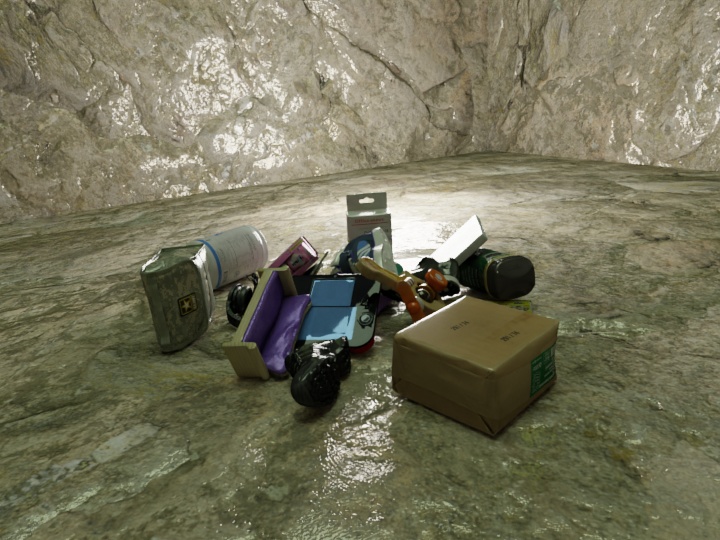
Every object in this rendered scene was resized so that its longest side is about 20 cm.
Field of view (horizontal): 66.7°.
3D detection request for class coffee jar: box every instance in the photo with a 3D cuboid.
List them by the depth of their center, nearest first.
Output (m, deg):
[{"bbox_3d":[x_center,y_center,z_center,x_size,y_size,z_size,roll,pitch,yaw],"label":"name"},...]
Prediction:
[{"bbox_3d":[0.289,0.006,1.182,0.101,0.088,0.200,-11,10,-12],"label":"coffee jar"}]

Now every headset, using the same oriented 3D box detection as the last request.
[{"bbox_3d":[-0.233,0.074,1.209,0.120,0.096,0.202,-3,33,-10],"label":"headset"}]

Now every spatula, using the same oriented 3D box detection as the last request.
[{"bbox_3d":[-0.018,0.094,1.136,0.197,0.021,0.056,-22,26,-40],"label":"spatula"}]

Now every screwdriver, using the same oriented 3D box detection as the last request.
[{"bbox_3d":[-0.121,0.038,1.162,0.027,0.029,0.201,21,61,31],"label":"screwdriver"}]

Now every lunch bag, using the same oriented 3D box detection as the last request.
[{"bbox_3d":[-0.372,0.051,1.115,0.114,0.169,0.201,-6,18,0],"label":"lunch bag"}]

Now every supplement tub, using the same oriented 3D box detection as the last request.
[{"bbox_3d":[-0.352,-0.034,1.425,0.129,0.136,0.199,8,22,34],"label":"supplement tub"}]

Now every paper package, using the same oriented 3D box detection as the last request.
[{"bbox_3d":[0.178,0.134,0.834,0.188,0.106,0.197,15,26,42],"label":"paper package"}]

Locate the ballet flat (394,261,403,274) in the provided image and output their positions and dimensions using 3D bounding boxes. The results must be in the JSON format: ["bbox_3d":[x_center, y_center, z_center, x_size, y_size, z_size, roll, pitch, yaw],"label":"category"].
[{"bbox_3d":[0.006,0.014,1.307,0.195,0.070,0.068,-11,7,-18],"label":"ballet flat"}]

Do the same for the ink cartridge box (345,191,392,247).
[{"bbox_3d":[0.023,-0.091,1.390,0.114,0.206,0.068,-5,17,-2],"label":"ink cartridge box"}]

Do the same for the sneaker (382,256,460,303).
[{"bbox_3d":[0.132,0.017,1.179,0.196,0.067,0.092,-10,47,37],"label":"sneaker"}]

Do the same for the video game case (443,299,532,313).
[{"bbox_3d":[0.231,0.101,1.049,0.194,0.026,0.181,0,19,15],"label":"video game case"}]

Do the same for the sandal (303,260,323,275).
[{"bbox_3d":[-0.119,0.053,1.233,0.079,0.057,0.203,-34,25,27],"label":"sandal"}]

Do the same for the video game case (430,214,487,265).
[{"bbox_3d":[0.208,-0.035,1.273,0.200,0.023,0.182,-44,9,18],"label":"video game case"}]

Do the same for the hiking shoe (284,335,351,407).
[{"bbox_3d":[-0.081,0.165,0.877,0.098,0.078,0.200,-8,7,17],"label":"hiking shoe"}]

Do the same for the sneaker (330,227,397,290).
[{"bbox_3d":[0.000,0.000,1.198,0.144,0.081,0.202,-29,33,17],"label":"sneaker"}]

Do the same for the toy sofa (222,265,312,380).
[{"bbox_3d":[-0.159,0.088,0.975,0.095,0.084,0.203,-1,42,16],"label":"toy sofa"}]

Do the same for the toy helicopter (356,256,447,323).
[{"bbox_3d":[0.078,0.036,1.030,0.197,0.080,0.134,27,29,-16],"label":"toy helicopter"}]

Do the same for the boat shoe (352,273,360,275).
[{"bbox_3d":[-0.065,0.069,1.113,0.196,0.061,0.073,-17,49,1],"label":"boat shoe"}]

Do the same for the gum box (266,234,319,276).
[{"bbox_3d":[-0.159,-0.019,1.289,0.113,0.066,0.200,-43,7,0],"label":"gum box"}]

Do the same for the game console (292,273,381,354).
[{"bbox_3d":[-0.060,0.077,1.045,0.194,0.031,0.180,-1,52,13],"label":"game console"}]
